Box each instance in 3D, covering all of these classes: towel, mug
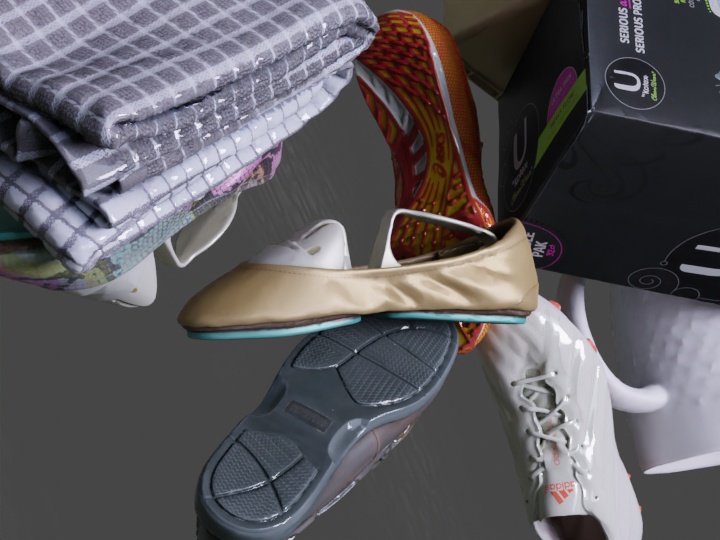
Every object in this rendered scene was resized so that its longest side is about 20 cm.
[{"bbox_3d":[-0.108,-0.116,0.664,0.166,0.086,0.200,44,47,10],"label":"towel"},{"bbox_3d":[0.213,0.032,0.954,0.199,0.148,0.176,-3,75,-28],"label":"mug"}]

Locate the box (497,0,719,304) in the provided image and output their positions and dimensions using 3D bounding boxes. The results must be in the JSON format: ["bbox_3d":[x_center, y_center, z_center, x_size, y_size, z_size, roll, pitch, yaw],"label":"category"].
[{"bbox_3d":[0.191,-0.073,0.839,0.199,0.149,0.125,12,56,-10],"label":"box"}]

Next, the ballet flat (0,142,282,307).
[{"bbox_3d":[-0.101,-0.027,0.712,0.200,0.069,0.071,-38,132,-43],"label":"ballet flat"}]

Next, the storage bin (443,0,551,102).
[{"bbox_3d":[0.182,-0.161,0.911,0.198,0.200,0.094,31,51,-36],"label":"storage bin"}]

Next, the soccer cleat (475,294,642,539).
[{"bbox_3d":[0.118,0.103,0.880,0.200,0.069,0.078,65,34,-20],"label":"soccer cleat"}]

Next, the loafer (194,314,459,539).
[{"bbox_3d":[-0.021,0.084,0.772,0.072,0.063,0.200,33,44,17],"label":"loafer"}]

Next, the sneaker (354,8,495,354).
[{"bbox_3d":[0.051,-0.052,0.860,0.077,0.073,0.201,-6,89,-61],"label":"sneaker"}]

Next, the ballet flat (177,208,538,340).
[{"bbox_3d":[0.000,0.000,0.769,0.199,0.069,0.063,-2,94,-26],"label":"ballet flat"}]
